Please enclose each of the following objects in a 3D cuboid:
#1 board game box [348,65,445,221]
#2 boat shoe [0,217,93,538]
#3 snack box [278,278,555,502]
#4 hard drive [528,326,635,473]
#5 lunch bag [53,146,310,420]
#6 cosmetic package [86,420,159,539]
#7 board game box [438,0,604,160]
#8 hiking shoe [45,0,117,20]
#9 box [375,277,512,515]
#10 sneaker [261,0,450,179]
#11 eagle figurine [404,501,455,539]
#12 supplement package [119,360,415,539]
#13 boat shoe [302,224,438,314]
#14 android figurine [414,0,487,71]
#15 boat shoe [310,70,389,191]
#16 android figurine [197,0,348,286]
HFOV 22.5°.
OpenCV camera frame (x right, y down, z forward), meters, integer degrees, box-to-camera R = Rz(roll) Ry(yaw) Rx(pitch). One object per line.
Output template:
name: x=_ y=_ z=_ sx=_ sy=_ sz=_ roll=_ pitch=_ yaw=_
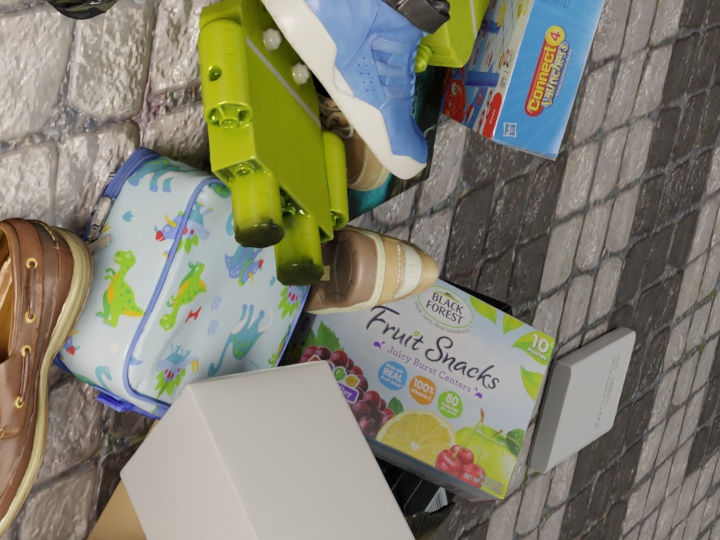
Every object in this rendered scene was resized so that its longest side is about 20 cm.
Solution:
board game box: x=0.024 y=-0.149 z=1.409 sx=0.135 sy=0.028 sz=0.201 roll=-31 pitch=135 yaw=-52
boat shoe: x=-0.218 y=0.064 z=1.041 sx=0.068 sy=0.072 sz=0.201 roll=26 pitch=78 yaw=-59
snack box: x=0.041 y=0.078 z=1.416 sx=0.053 sy=0.200 sz=0.143 roll=-22 pitch=-135 yaw=62
hard drive: x=0.258 y=0.147 z=2.098 sx=0.200 sy=0.027 sz=0.132 roll=-19 pitch=126 yaw=-59
lunch bag: x=-0.116 y=0.021 z=1.190 sx=0.161 sy=0.082 sz=0.200 roll=-68 pitch=155 yaw=-6
cosmetic package: x=-0.125 y=0.174 z=1.297 sx=0.200 sy=0.071 sz=0.105 roll=-61 pitch=154 yaw=-18
board game box: x=0.128 y=-0.202 z=1.414 sx=0.196 sy=0.056 sz=0.201 roll=-136 pitch=-120 yaw=-73
hiking shoe: x=-0.158 y=-0.171 z=0.971 sx=0.200 sy=0.076 sz=0.101 roll=-45 pitch=142 yaw=-43
box: x=0.039 y=0.119 z=1.535 sx=0.200 sy=0.115 sz=0.132 roll=-54 pitch=152 yaw=-26
sneaker: x=0.026 y=-0.148 z=1.195 sx=0.111 sy=0.077 sz=0.200 roll=-35 pitch=135 yaw=4
eagle figurine: x=-0.007 y=0.226 z=1.353 sx=0.152 sy=0.151 sz=0.200 roll=-33 pitch=138 yaw=22
supplement package: x=-0.050 y=0.175 z=1.153 sx=0.117 sy=0.200 sz=0.117 roll=-8 pitch=150 yaw=-38
boat shoe: x=0.000 y=0.000 z=1.292 sx=0.076 sy=0.200 sz=0.072 roll=3 pitch=97 yaw=-19
android figurine: x=0.065 y=-0.231 z=1.311 sx=0.182 sy=0.041 sz=0.200 roll=76 pitch=29 yaw=-51
boat shoe: x=-0.018 y=-0.145 z=1.288 sx=0.063 sy=0.073 sz=0.201 roll=-32 pitch=125 yaw=-44
android figurine: x=-0.057 y=-0.095 z=1.169 sx=0.182 sy=0.041 sz=0.200 roll=47 pitch=33 yaw=-55
